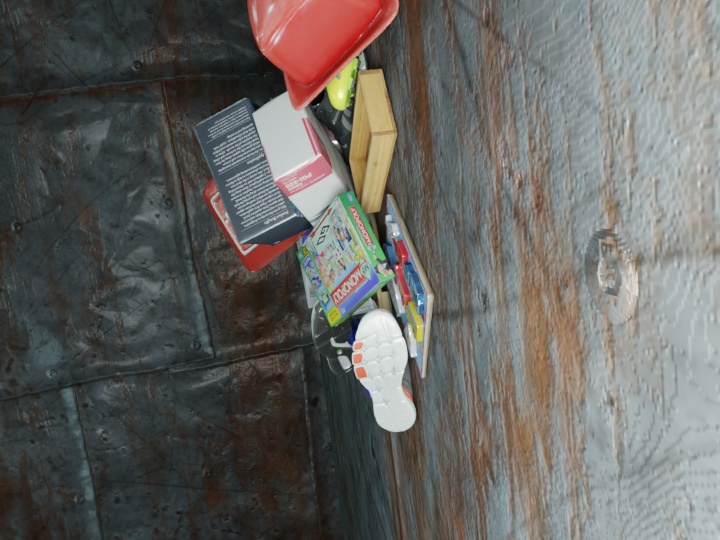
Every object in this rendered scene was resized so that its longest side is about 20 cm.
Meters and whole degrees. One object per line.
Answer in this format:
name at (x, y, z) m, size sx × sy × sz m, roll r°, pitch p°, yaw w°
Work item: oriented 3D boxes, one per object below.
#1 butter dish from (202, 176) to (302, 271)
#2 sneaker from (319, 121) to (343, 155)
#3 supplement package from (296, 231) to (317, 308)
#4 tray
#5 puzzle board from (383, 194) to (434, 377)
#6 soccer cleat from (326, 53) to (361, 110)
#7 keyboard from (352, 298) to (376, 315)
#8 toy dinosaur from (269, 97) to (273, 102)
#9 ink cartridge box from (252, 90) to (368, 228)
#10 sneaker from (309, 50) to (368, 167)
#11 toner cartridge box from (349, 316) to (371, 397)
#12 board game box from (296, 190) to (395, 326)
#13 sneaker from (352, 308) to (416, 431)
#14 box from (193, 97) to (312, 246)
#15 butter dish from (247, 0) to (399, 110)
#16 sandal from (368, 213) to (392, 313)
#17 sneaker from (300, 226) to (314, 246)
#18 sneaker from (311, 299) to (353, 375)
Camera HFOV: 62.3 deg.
butter dish at (-0.185, -0.134, 1.186) m, size 0.198 × 0.147 × 0.202 m, roll -31°, pitch 93°, yaw 39°
sneaker at (-0.079, -0.260, 1.163) m, size 0.201 × 0.102 × 0.077 m, roll -119°, pitch 19°, yaw -68°
supplement package at (-0.071, -0.044, 1.254) m, size 0.122 × 0.117 × 0.203 m, roll 91°, pitch 168°, yaw -52°
tray at (0.014, -0.173, 0.839) m, size 0.201 × 0.036 × 0.101 m, roll 100°, pitch 160°, yaw -67°
puzzle board at (0.057, 0.018, 0.794) m, size 0.202 × 0.017 × 0.153 m, roll -106°, pitch 12°, yaw -46°
soccer cleat at (-0.039, -0.310, 0.816) m, size 0.065 × 0.082 × 0.205 m, roll 109°, pitch 163°, yaw -72°
keyboard at (-0.015, 0.045, 0.981) m, size 0.057 × 0.011 × 0.200 m, roll 61°, pitch 164°, yaw -1°
toy dinosaur at (-0.118, -0.210, 1.082) m, size 0.088 × 0.047 × 0.203 m, roll 32°, pitch 148°, yaw 56°
ink cartridge box at (-0.073, -0.156, 0.924) m, size 0.200 × 0.084 × 0.148 m, roll 46°, pitch -160°, yaw -57°
sneaker at (-0.037, -0.250, 0.932) m, size 0.202 × 0.086 × 0.077 m, roll 90°, pitch 168°, yaw -47°
toner cartridge box at (0.014, 0.158, 1.131) m, size 0.200 × 0.042 × 0.097 m, roll -137°, pitch 40°, yaw -76°
board game box at (-0.029, -0.010, 0.889) m, size 0.136 × 0.029 × 0.200 m, roll 64°, pitch 150°, yaw 12°
sneaker at (0.034, 0.131, 0.843) m, size 0.082 × 0.075 × 0.204 m, roll -80°, pitch -17°, yaw -59°
box at (-0.166, -0.154, 0.982) m, size 0.148 × 0.105 × 0.203 m, roll -8°, pitch -105°, yaw -79°
butter dish at (-0.074, -0.335, 0.700) m, size 0.198 × 0.146 × 0.204 m, roll -32°, pitch 59°, yaw 36°
sandal at (0.001, -0.002, 0.976) m, size 0.078 × 0.068 × 0.216 m, roll 106°, pitch 155°, yaw -70°
sneaker at (-0.031, 0.002, 1.083) m, size 0.201 × 0.069 × 0.100 m, roll 53°, pitch 178°, yaw -40°
sneaker at (-0.067, 0.094, 1.070) m, size 0.116 × 0.075 × 0.202 m, roll 53°, pitch 164°, yaw 38°
